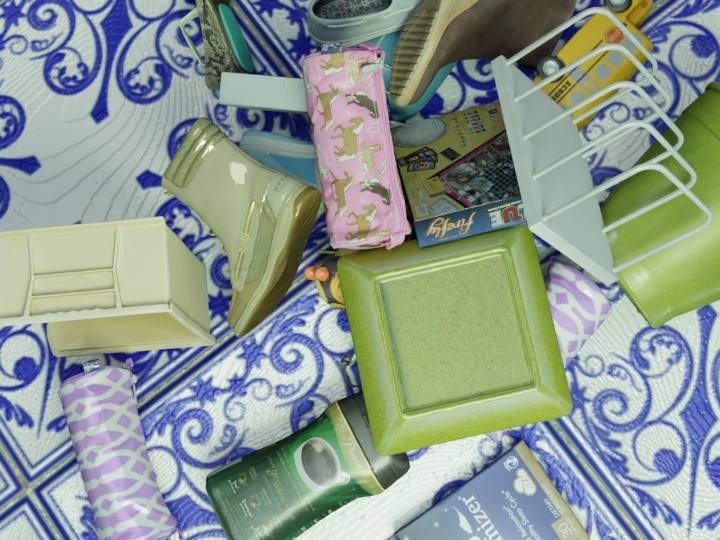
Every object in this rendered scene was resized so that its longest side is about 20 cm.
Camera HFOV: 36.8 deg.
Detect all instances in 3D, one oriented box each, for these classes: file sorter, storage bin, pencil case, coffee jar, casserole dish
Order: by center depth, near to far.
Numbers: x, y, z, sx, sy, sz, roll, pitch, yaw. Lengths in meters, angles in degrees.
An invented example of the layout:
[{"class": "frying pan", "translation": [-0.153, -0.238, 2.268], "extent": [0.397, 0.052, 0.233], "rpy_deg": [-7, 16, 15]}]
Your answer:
[{"class": "file sorter", "translation": [0.224, -0.120, 1.006], "extent": [0.124, 0.138, 0.202], "rpy_deg": [-30, 50, 30]}, {"class": "pencil case", "translation": [-0.004, -0.118, 1.055], "extent": [0.082, 0.086, 0.203], "rpy_deg": [-9, 91, -11]}, {"class": "storage bin", "translation": [-0.266, 0.023, 1.102], "extent": [0.196, 0.200, 0.095], "rpy_deg": [-5, 78, 3]}, {"class": "coffee jar", "translation": [-0.052, 0.209, 1.108], "extent": [0.199, 0.085, 0.105], "rpy_deg": [-29, 75, 0]}, {"class": "pencil case", "translation": [0.169, 0.079, 1.109], "extent": [0.085, 0.084, 0.200], "rpy_deg": [39, 84, 30]}, {"class": "pencil case", "translation": [-0.253, 0.196, 1.132], "extent": [0.085, 0.084, 0.202], "rpy_deg": [-13, 79, -22]}, {"class": "casserole dish", "translation": [0.054, -0.264, 1.215], "extent": [0.121, 0.039, 0.201], "rpy_deg": [35, 83, 9]}]

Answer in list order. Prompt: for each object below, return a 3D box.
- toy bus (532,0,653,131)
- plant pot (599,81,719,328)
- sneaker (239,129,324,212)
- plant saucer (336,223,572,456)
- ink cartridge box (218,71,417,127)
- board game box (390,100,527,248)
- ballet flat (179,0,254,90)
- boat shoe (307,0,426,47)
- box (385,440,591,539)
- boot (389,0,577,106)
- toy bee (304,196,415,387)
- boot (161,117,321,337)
[{"class": "toy bus", "translation": [0.247, -0.219, 1.176], "extent": [0.078, 0.065, 0.200], "rpy_deg": [43, 85, 10]}, {"class": "plant pot", "translation": [0.332, -0.049, 1.086], "extent": [0.192, 0.200, 0.201], "rpy_deg": [-36, 78, 9]}, {"class": "sneaker", "translation": [-0.058, -0.069, 1.155], "extent": [0.198, 0.079, 0.132], "rpy_deg": [14, 83, 31]}, {"class": "plant saucer", "translation": [0.090, 0.060, 1.040], "extent": [0.197, 0.048, 0.202], "rpy_deg": [-13, 83, 1]}, {"class": "ink cartridge box", "translation": [-0.042, -0.183, 1.157], "extent": [0.198, 0.099, 0.040], "rpy_deg": [9, 97, 15]}, {"class": "board game box", "translation": [0.107, -0.104, 1.116], "extent": [0.134, 0.035, 0.201], "rpy_deg": [-14, 34, 2]}, {"class": "ballet flat", "translation": [-0.175, -0.300, 1.231], "extent": [0.075, 0.068, 0.202], "rpy_deg": [-16, 79, 22]}, {"class": "boat shoe", "translation": [0.035, -0.299, 1.166], "extent": [0.199, 0.072, 0.071], "rpy_deg": [-22, 78, 0]}, {"class": "box", "translation": [0.121, 0.282, 1.109], "extent": [0.199, 0.032, 0.122], "rpy_deg": [-35, 79, -2]}, {"class": "boot", "translation": [0.135, -0.245, 1.165], "extent": [0.165, 0.072, 0.202], "rpy_deg": [20, 103, -28]}, {"class": "toy bee", "translation": [0.000, 0.000, 1.122], "extent": [0.130, 0.108, 0.202], "rpy_deg": [-22, 50, 38]}, {"class": "boot", "translation": [-0.136, -0.041, 1.104], "extent": [0.155, 0.201, 0.073], "rpy_deg": [34, 41, 11]}]
